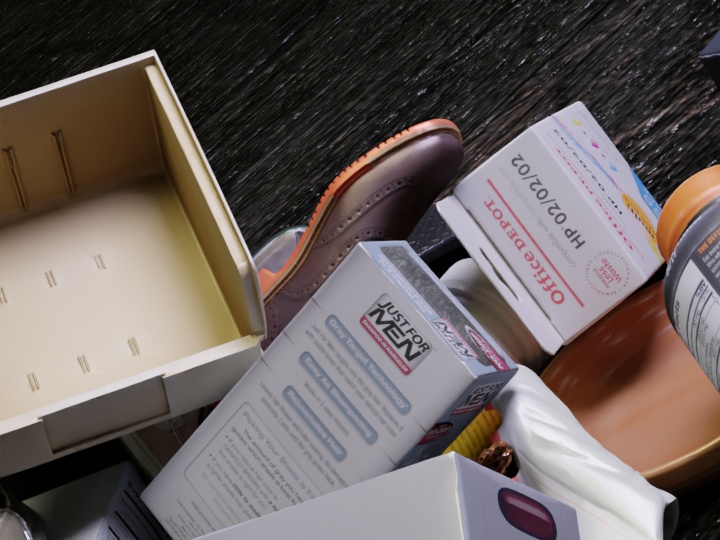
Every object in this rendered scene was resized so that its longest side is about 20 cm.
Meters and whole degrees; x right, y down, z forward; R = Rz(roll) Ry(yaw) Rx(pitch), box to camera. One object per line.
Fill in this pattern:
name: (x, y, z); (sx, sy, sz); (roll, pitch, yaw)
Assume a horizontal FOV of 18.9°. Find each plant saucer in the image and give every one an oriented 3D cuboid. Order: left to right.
plant saucer: (0.182, 0.067, 1.232); (0.199, 0.038, 0.200); (-29, 23, 14)

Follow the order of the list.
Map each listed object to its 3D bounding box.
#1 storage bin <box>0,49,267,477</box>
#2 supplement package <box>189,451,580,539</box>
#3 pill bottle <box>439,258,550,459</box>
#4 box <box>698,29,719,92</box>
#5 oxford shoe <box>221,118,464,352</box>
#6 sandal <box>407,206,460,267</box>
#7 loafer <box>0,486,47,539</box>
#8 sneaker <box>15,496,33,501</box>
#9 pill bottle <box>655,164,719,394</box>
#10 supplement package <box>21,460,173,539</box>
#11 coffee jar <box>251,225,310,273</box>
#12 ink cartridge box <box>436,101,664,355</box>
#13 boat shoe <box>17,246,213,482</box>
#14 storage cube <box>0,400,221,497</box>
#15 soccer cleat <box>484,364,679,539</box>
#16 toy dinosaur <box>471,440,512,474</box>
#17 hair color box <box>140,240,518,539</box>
storage bin: (-0.174, 0.000, 1.223); (0.199, 0.094, 0.199); (-19, 50, -11)
supplement package: (0.018, 0.205, 0.954); (0.155, 0.111, 0.201); (-21, 61, 29)
pill bottle: (0.031, 0.087, 1.298); (0.112, 0.113, 0.200); (-5, 36, 50)
box: (0.318, -0.104, 1.181); (0.124, 0.197, 0.200); (-5, 35, 49)
oxford shoe: (0.000, 0.000, 1.266); (0.200, 0.071, 0.073); (-49, 57, 7)
sandal: (0.005, 0.016, 1.565); (0.200, 0.045, 0.075); (-36, 28, -18)
loafer: (-0.212, 0.147, 1.178); (0.075, 0.070, 0.200); (-37, 23, -11)
sneaker: (-0.161, 0.194, 1.356); (0.198, 0.083, 0.072); (9, 29, 1)
pill bottle: (0.221, 0.027, 1.096); (0.106, 0.106, 0.200); (-32, 41, 4)
supplement package: (-0.193, 0.249, 1.230); (0.190, 0.148, 0.200); (-23, 24, 24)
coffee jar: (-0.029, 0.039, 1.410); (0.104, 0.085, 0.200); (-47, -12, 0)
ink cartridge box: (0.125, -0.029, 1.309); (0.068, 0.115, 0.200); (-38, -2, 19)
boat shoe: (-0.124, 0.071, 1.284); (0.066, 0.200, 0.074); (-38, -8, -4)
storage cube: (-0.160, 0.107, 1.448); (0.199, 0.171, 0.180); (-31, 21, 8)
soccer cleat: (0.123, 0.121, 1.128); (0.077, 0.069, 0.201); (-23, 45, 1)
toy dinosaur: (0.010, 0.174, 1.138); (0.101, 0.201, 0.136); (11, 18, -8)
hair color box: (-0.019, 0.089, 1.170); (0.200, 0.099, 0.061); (-49, -19, 21)
